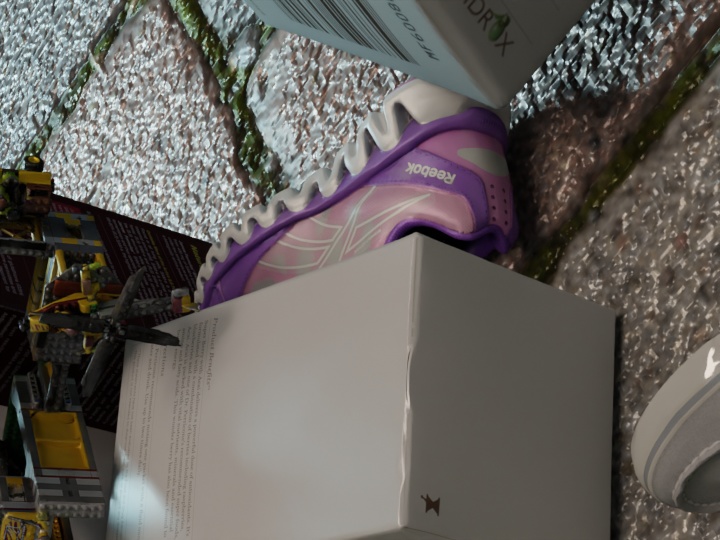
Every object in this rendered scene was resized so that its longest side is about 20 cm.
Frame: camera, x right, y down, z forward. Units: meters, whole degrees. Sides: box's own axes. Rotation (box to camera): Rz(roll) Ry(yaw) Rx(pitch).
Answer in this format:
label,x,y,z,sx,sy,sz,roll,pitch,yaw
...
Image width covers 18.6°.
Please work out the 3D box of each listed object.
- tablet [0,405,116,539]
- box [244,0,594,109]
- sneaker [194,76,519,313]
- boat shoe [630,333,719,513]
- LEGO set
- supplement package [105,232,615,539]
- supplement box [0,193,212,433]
label,x,y,z,sx,sy,sz,roll,pitch,yaw
tablet,-0.188,0.046,1.091,0.014,0.199,0.130,-53,6,39
box,0.009,-0.211,0.942,0.172,0.200,0.199,-49,36,-11
sneaker,0.000,0.000,1.006,0.200,0.080,0.089,-41,55,33
boat shoe,0.181,0.045,0.776,0.199,0.072,0.069,-32,50,27
LEGO set,-0.168,0.062,0.934,0.116,0.153,0.201,-116,44,-55
supplement package,-0.002,0.078,0.938,0.199,0.119,0.122,-18,60,47
supplement box,-0.147,0.017,1.074,0.061,0.199,0.109,-52,42,24
